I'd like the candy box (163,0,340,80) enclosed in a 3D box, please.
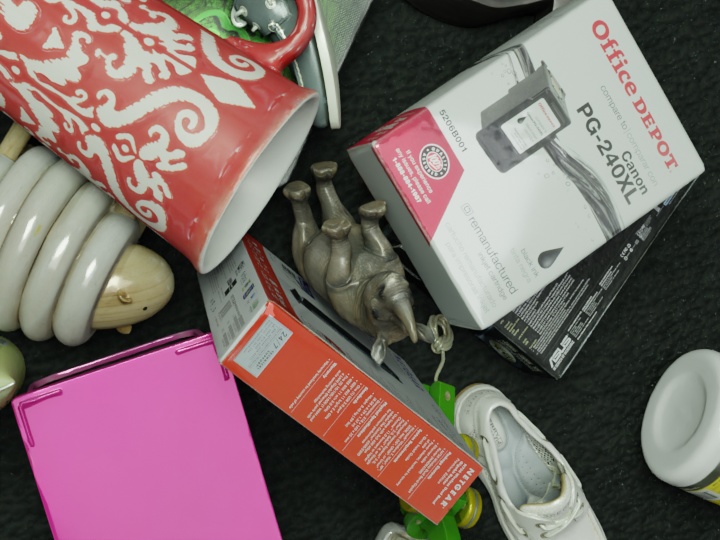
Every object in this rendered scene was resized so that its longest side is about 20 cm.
[{"bbox_3d":[-0.118,-0.219,0.780,0.199,0.056,0.118,34,83,-15],"label":"candy box"}]

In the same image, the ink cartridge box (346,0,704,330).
[{"bbox_3d":[0.114,-0.077,0.745,0.199,0.083,0.146,-34,98,-10],"label":"ink cartridge box"}]

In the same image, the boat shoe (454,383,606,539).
[{"bbox_3d":[0.142,0.181,0.859,0.071,0.069,0.201,-40,102,-12],"label":"boat shoe"}]

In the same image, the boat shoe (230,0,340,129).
[{"bbox_3d":[-0.061,-0.189,0.732,0.061,0.073,0.203,-16,96,2],"label":"boat shoe"}]

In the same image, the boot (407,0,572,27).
[{"bbox_3d":[0.120,-0.292,0.837,0.185,0.068,0.204,8,86,-8],"label":"boot"}]

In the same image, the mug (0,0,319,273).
[{"bbox_3d":[-0.131,-0.125,0.685,0.198,0.134,0.179,33,63,2],"label":"mug"}]

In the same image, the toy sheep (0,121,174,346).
[{"bbox_3d":[-0.218,-0.023,0.727,0.197,0.138,0.140,24,86,0],"label":"toy sheep"}]

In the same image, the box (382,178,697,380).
[{"bbox_3d":[0.134,-0.047,0.838,0.163,0.086,0.201,38,82,-12],"label":"box"}]

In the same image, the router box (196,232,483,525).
[{"bbox_3d":[-0.023,0.062,0.733,0.179,0.200,0.049,39,94,-20],"label":"router box"}]

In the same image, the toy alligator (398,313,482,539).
[{"bbox_3d":[0.052,0.132,0.827,0.059,0.054,0.203,21,52,-30],"label":"toy alligator"}]

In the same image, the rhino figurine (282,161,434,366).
[{"bbox_3d":[0.000,0.000,0.735,0.059,0.200,0.089,-17,120,-16],"label":"rhino figurine"}]

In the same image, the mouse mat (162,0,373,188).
[{"bbox_3d":[-0.082,-0.180,0.760,0.159,0.008,0.203,26,88,-15],"label":"mouse mat"}]

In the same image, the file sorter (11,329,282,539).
[{"bbox_3d":[-0.140,0.155,0.753,0.137,0.125,0.203,-17,96,-13],"label":"file sorter"}]

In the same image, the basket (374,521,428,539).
[{"bbox_3d":[0.075,0.328,0.802,0.196,0.161,0.202,28,83,-13],"label":"basket"}]

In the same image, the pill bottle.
[{"bbox_3d":[0.342,0.151,0.890,0.197,0.112,0.114,23,86,-15],"label":"pill bottle"}]

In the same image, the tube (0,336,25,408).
[{"bbox_3d":[-0.246,0.075,0.682,0.051,0.200,0.059,27,85,-12],"label":"tube"}]
